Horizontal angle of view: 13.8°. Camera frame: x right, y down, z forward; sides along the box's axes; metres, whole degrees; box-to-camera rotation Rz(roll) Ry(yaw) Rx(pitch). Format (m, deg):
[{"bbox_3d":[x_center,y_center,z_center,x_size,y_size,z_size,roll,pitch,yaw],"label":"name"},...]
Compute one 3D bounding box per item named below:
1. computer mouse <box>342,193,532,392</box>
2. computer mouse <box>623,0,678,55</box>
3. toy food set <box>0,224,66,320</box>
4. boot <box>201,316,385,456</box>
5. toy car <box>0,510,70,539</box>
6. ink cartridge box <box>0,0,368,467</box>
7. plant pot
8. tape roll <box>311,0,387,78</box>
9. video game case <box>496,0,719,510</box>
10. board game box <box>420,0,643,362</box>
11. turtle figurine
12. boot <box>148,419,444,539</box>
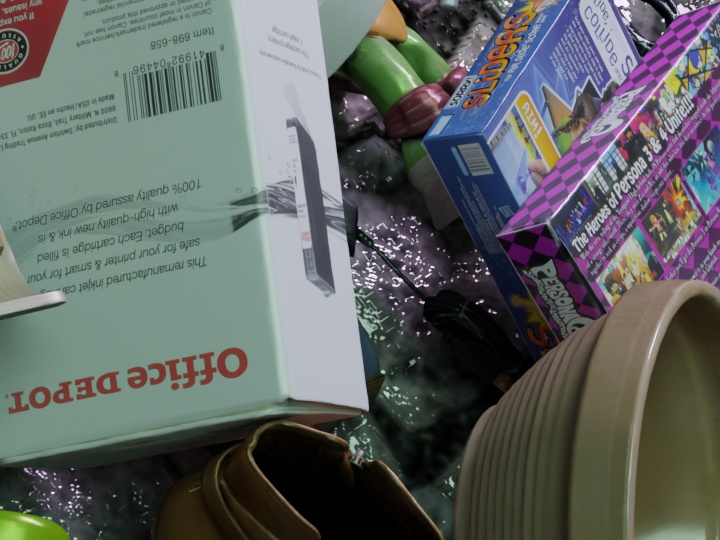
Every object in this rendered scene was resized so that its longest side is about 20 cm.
[{"bbox_3d":[0.000,0.000,1.372,0.200,0.059,0.034,39,72,-6],"label":"computer mouse"},{"bbox_3d":[0.164,-0.078,1.492,0.059,0.034,0.200,-25,69,-29],"label":"computer mouse"},{"bbox_3d":[-0.215,-0.056,1.160,0.143,0.060,0.200,-14,70,-28],"label":"toy food set"},{"bbox_3d":[-0.077,0.007,1.338,0.200,0.075,0.097,48,29,18],"label":"boot"},{"bbox_3d":[-0.093,0.200,1.164,0.200,0.158,0.165,12,67,-23],"label":"toy car"},{"bbox_3d":[-0.087,-0.025,1.238,0.084,0.144,0.201,15,66,-63],"label":"ink cartridge box"},{"bbox_3d":[0.096,0.104,1.200,0.092,0.201,0.201,-1,55,22],"label":"plant pot"},{"bbox_3d":[-0.063,-0.155,1.343,0.037,0.202,0.203,31,48,-47],"label":"tape roll"},{"bbox_3d":[0.158,0.002,1.349,0.181,0.036,0.200,58,43,-18],"label":"video game case"},{"bbox_3d":[0.108,-0.023,1.365,0.135,0.034,0.200,-56,128,-41],"label":"board game box"},{"bbox_3d":[0.035,-0.132,1.390,0.200,0.144,0.194,-33,90,-14],"label":"turtle figurine"},{"bbox_3d":[0.010,0.136,1.237,0.200,0.155,0.077,33,55,-5],"label":"boot"}]
